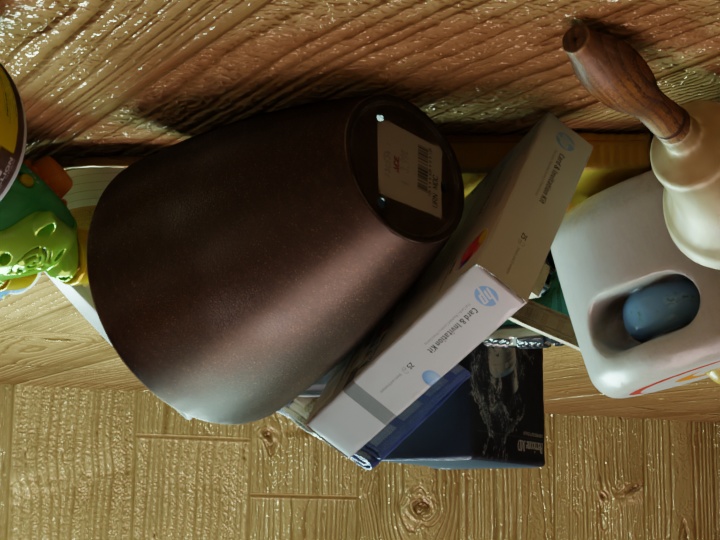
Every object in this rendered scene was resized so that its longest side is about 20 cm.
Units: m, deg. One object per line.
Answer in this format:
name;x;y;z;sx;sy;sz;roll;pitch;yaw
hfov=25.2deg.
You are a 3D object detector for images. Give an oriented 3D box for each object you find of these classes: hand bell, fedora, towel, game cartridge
hand bell;0.166;-0.082;0.882;0.104;0.105;0.200;-6;157;39
fedora;-0.162;-0.029;1.183;0.199;0.082;0.201;2;171;0
towel;-0.029;0.078;1.319;0.199;0.024;0.147;27;-138;23
game cartridge;0.105;-0.064;1.123;0.198;0.033;0.176;-2;171;5

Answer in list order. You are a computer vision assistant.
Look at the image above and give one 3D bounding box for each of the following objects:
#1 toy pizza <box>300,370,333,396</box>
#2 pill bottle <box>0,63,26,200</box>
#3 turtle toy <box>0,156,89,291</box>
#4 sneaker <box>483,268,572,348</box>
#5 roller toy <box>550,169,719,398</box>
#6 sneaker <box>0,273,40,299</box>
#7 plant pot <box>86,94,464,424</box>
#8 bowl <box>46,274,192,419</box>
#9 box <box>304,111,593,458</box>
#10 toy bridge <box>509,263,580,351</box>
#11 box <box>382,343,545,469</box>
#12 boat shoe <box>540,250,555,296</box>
toy pizza;-0.057;0.036;1.320;0.199;0.201;0.032;3;131;-13
pill bottle;-0.239;-0.084;0.757;0.108;0.110;0.200;-1;171;9
turtle toy;-0.275;-0.034;1.098;0.199;0.102;0.145;-4;-179;39
sneaker;0.181;0.007;1.232;0.199;0.080;0.078;-23;171;2
roller toy;0.228;0.009;1.078;0.181;0.141;0.200;-16;170;-2
sneaker;-0.329;0.005;1.312;0.075;0.105;0.200;31;169;14
plant pot;-0.036;-0.024;0.987;0.186;0.188;0.199;9;154;-41
bowl;-0.184;0.027;1.391;0.090;0.201;0.201;-43;169;-10
box;0.054;0.010;1.005;0.041;0.156;0.200;36;134;-7
toy bridge;0.106;0.009;1.148;0.199;0.027;0.067;33;157;-21
box;0.082;0.075;1.443;0.117;0.202;0.196;-3;171;25
boat shoe;0.210;-0.011;1.301;0.199;0.072;0.068;4;173;-36
